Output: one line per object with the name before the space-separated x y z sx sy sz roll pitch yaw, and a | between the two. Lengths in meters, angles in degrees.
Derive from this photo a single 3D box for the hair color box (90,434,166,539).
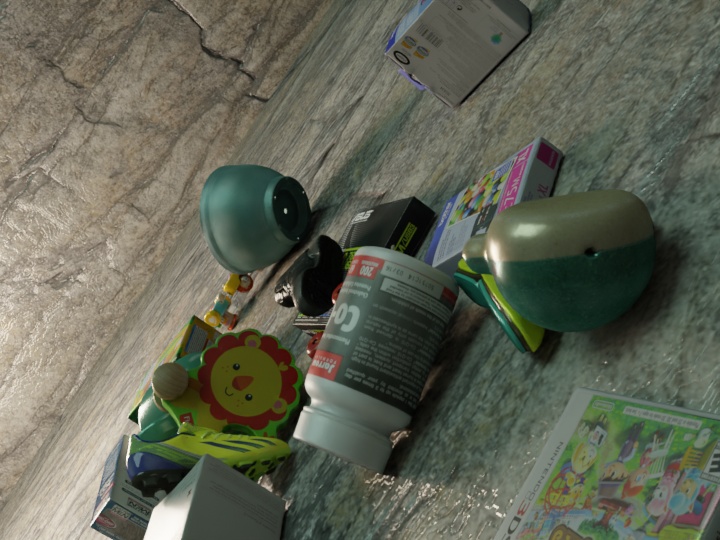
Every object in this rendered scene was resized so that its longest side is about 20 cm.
hair color box | -0.353 0.347 1.621 0.061 0.100 0.200 -52 16 11

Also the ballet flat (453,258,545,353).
ballet flat | 0.137 0.014 0.950 0.067 0.067 0.200 -35 16 1

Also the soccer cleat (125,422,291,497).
soccer cleat | -0.179 0.212 1.236 0.065 0.198 0.084 117 141 -50

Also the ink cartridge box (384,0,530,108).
ink cartridge box | 0.129 -0.332 1.502 0.200 0.136 0.077 -44 18 34

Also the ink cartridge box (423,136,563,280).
ink cartridge box | 0.130 -0.052 1.133 0.200 0.042 0.120 -38 24 51

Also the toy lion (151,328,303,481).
toy lion | -0.161 0.177 1.329 0.069 0.190 0.201 104 150 -61

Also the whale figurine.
whale figurine | 0.163 -0.009 0.847 0.158 0.105 0.200 -10 5 -3

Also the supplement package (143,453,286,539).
supplement package | -0.168 0.321 1.113 0.117 0.117 0.201 -46 19 26

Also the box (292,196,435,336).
box | 0.000 0.000 1.387 0.194 0.047 0.200 -62 18 -12

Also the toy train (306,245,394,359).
toy train | 0.031 0.039 1.177 0.115 0.085 0.201 -13 44 52

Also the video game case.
video game case | 0.154 0.166 0.667 0.183 0.022 0.200 -59 17 -10

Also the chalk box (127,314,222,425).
chalk box | -0.284 0.198 1.674 0.200 0.123 0.125 -47 18 25

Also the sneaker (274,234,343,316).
sneaker | -0.074 0.023 1.379 0.104 0.060 0.200 -45 16 29

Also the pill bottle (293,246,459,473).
pill bottle | 0.013 0.088 1.031 0.201 0.113 0.114 -68 19 -10

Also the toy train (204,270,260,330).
toy train | -0.237 0.042 1.980 0.201 0.055 0.150 -61 3 -5

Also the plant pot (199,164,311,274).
plant pot | -0.173 -0.100 1.870 0.133 0.201 0.201 -8 43 31

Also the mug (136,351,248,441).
mug | -0.215 0.199 1.425 0.114 0.152 0.186 -42 23 32
